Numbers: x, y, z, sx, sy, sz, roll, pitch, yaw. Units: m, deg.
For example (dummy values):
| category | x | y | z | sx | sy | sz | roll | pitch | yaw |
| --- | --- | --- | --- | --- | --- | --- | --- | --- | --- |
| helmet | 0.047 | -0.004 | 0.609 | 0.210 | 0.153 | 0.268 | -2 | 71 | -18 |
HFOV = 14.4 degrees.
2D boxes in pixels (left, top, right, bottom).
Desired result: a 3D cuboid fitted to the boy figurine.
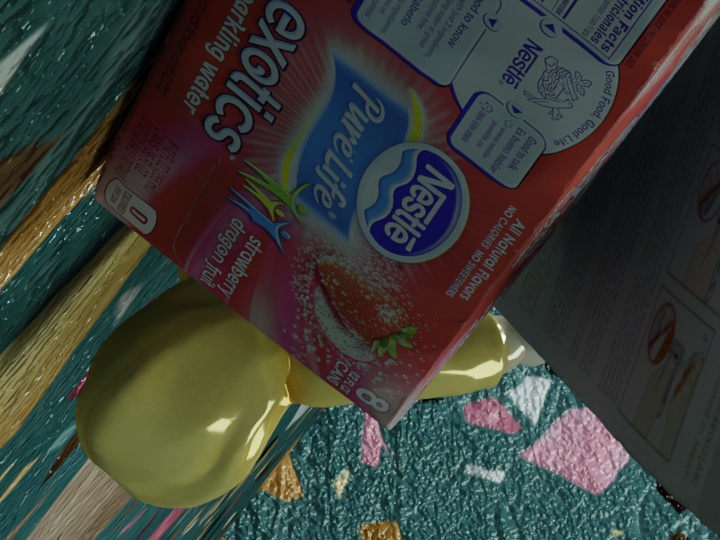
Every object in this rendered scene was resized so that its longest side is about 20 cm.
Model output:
| category | x | y | z | sx | sy | sz | roll | pitch | yaw |
| --- | --- | --- | --- | --- | --- | --- | --- | --- | --- |
| boy figurine | 0.000 | 0.000 | 0.849 | 0.200 | 0.124 | 0.064 | -42 | 155 | -26 |

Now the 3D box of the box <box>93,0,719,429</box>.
| category | x | y | z | sx | sy | sz | roll | pitch | yaw |
| --- | --- | --- | --- | --- | --- | --- | --- | --- | --- |
| box | 0.025 | -0.064 | 0.667 | 0.095 | 0.100 | 0.200 | -48 | 175 | -37 |

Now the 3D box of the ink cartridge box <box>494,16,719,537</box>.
| category | x | y | z | sx | sy | sz | roll | pitch | yaw |
| --- | --- | --- | --- | --- | --- | --- | --- | --- | --- |
| ink cartridge box | 0.099 | -0.035 | 0.719 | 0.200 | 0.047 | 0.160 | -131 | -123 | -68 |
